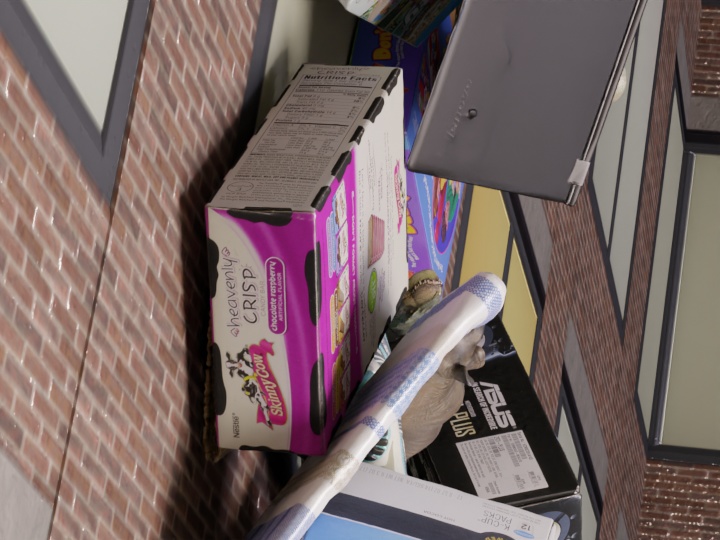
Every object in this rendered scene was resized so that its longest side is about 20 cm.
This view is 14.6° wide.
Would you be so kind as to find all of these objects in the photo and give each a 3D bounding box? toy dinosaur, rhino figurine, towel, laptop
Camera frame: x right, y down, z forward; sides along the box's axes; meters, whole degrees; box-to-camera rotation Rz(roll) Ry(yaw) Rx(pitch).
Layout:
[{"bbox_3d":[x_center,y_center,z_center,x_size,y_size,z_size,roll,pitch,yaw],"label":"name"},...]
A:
[{"bbox_3d":[0.000,0.000,1.658,0.200,0.047,0.088,158,-84,-78],"label":"toy dinosaur"},{"bbox_3d":[0.035,0.066,1.678,0.087,0.060,0.200,-52,180,-35],"label":"rhino figurine"},{"bbox_3d":[-0.002,0.089,1.440,0.200,0.024,0.147,-51,-178,-18],"label":"towel"},{"bbox_3d":[0.097,-0.145,1.619,0.200,0.116,0.188,-115,-137,-77],"label":"laptop"}]

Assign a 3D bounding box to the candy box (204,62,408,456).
[{"bbox_3d":[-0.025,-0.010,1.463,0.200,0.061,0.137,-60,151,-62],"label":"candy box"}]

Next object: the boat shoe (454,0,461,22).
[{"bbox_3d":[0.091,-0.122,1.770,0.200,0.065,0.072,82,12,-73],"label":"boat shoe"}]

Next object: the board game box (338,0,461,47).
[{"bbox_3d":[0.042,-0.208,1.585,0.148,0.064,0.200,-46,171,8],"label":"board game box"}]

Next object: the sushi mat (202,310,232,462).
[{"bbox_3d":[-0.053,0.040,1.526,0.200,0.012,0.096,-29,124,-76],"label":"sushi mat"}]

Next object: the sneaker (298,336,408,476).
[{"bbox_3d":[0.001,0.098,1.617,0.200,0.077,0.086,89,12,-48],"label":"sneaker"}]

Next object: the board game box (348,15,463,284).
[{"bbox_3d":[0.030,-0.085,1.793,0.200,0.045,0.135,77,21,-56],"label":"board game box"}]

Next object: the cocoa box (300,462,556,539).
[{"bbox_3d":[0.014,0.230,1.542,0.131,0.133,0.200,-65,170,-57],"label":"cocoa box"}]

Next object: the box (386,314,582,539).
[{"bbox_3d":[0.078,0.153,1.837,0.200,0.086,0.164,-113,-164,-53],"label":"box"}]

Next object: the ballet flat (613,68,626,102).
[{"bbox_3d":[0.119,-0.130,1.891,0.200,0.062,0.068,-154,-110,-69],"label":"ballet flat"}]

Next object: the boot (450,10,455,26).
[{"bbox_3d":[0.072,-0.213,1.875,0.074,0.075,0.200,-79,171,-54],"label":"boot"}]
